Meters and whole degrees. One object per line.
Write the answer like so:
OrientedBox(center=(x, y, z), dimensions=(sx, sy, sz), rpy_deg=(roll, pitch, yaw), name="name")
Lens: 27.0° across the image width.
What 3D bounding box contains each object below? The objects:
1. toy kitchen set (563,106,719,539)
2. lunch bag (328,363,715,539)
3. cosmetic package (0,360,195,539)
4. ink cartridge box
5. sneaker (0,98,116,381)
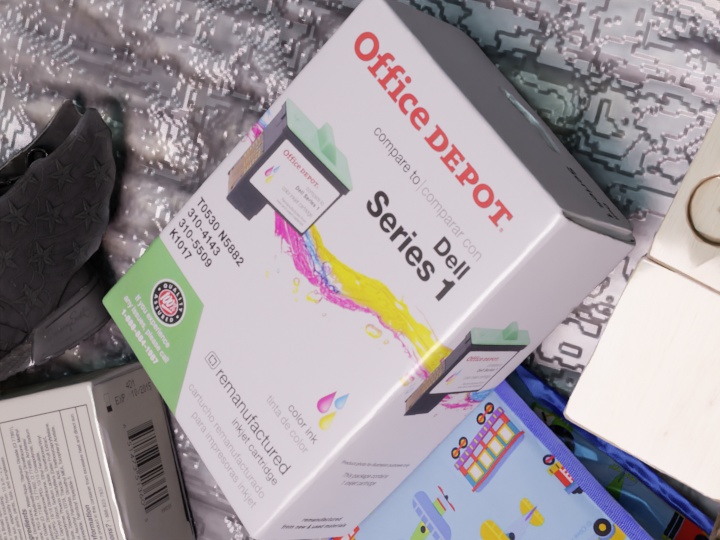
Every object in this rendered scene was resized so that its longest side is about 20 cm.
OrientedBox(center=(0.201, 0.034, 0.584), dimensions=(0.199, 0.163, 0.182), rpy_deg=(28, 104, 14), name="toy kitchen set")
OrientedBox(center=(0.069, 0.143, 0.689), dimensions=(0.200, 0.094, 0.151), rpy_deg=(43, 110, 20), name="lunch bag")
OrientedBox(center=(-0.196, 0.118, 0.779), dimensions=(0.198, 0.071, 0.107), rpy_deg=(-11, 92, 20), name="cosmetic package")
OrientedBox(center=(0.000, 0.000, 0.674), dimensions=(0.200, 0.084, 0.145), rpy_deg=(-47, 63, 18), name="ink cartridge box")
OrientedBox(center=(-0.197, 0.007, 0.735), dimensions=(0.060, 0.199, 0.105), rpy_deg=(19, 136, 56), name="sneaker")
